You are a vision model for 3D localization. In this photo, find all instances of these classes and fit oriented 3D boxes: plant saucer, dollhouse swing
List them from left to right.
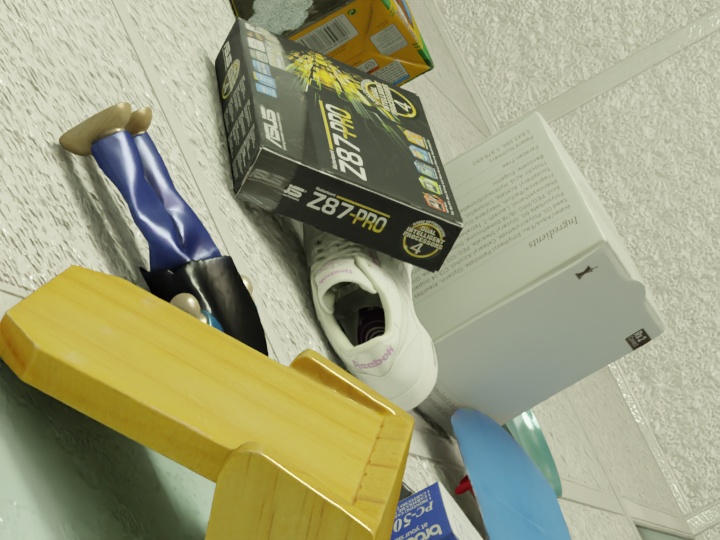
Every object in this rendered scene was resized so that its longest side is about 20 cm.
[{"bbox_3d":[-0.076,0.113,0.955,0.200,0.175,0.183,-62,164,-79],"label":"dollhouse swing"},{"bbox_3d":[0.127,0.123,2.002,0.201,0.027,0.200,60,10,-17],"label":"plant saucer"}]

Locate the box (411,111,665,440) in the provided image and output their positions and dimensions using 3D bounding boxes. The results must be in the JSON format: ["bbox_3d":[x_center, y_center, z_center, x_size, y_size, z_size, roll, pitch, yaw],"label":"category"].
[{"bbox_3d":[0.107,0.011,1.700,0.131,0.199,0.199,64,10,28],"label":"box"}]

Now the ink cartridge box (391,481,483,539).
[{"bbox_3d":[0.051,0.207,1.175,0.200,0.094,0.044,54,12,-35],"label":"ink cartridge box"}]

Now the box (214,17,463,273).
[{"bbox_3d":[-0.020,-0.091,1.562,0.160,0.049,0.200,20,28,-19],"label":"box"}]

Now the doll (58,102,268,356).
[{"bbox_3d":[-0.085,0.010,1.147,0.201,0.048,0.136,63,11,6],"label":"doll"}]

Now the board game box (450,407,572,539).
[{"bbox_3d":[0.112,0.200,1.673,0.158,0.039,0.201,37,26,-44],"label":"board game box"}]

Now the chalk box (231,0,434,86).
[{"bbox_3d":[-0.039,-0.245,1.869,0.124,0.124,0.201,50,17,-50],"label":"chalk box"}]

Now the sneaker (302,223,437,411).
[{"bbox_3d":[0.000,0.000,1.536,0.100,0.075,0.201,51,14,-52],"label":"sneaker"}]

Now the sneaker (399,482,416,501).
[{"bbox_3d":[0.030,0.185,1.262,0.201,0.070,0.082,60,-7,-29],"label":"sneaker"}]
